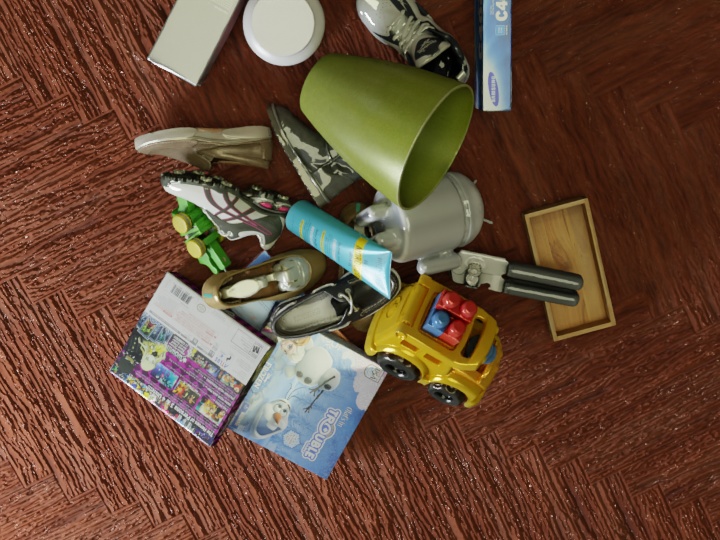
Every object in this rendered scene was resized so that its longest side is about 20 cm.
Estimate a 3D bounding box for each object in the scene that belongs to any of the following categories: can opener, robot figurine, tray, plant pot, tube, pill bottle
[{"bbox_3d":[0.230,0.007,1.740,0.198,0.067,0.053,12,112,6],"label":"can opener"},{"bbox_3d":[0.095,-0.080,1.694,0.199,0.113,0.171,-14,89,-22],"label":"robot figurine"},{"bbox_3d":[0.315,-0.003,1.773,0.098,0.037,0.201,-15,101,1],"label":"tray"},{"bbox_3d":[0.022,-0.212,1.598,0.199,0.187,0.188,31,99,18],"label":"plant pot"},{"bbox_3d":[-0.024,-0.037,1.672,0.050,0.200,0.078,-32,137,-31],"label":"tube"},{"bbox_3d":[-0.104,-0.338,1.605,0.111,0.200,0.113,0,102,-2],"label":"pill bottle"}]

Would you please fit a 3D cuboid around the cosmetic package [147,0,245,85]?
[{"bbox_3d":[-0.216,-0.366,1.644,0.090,0.107,0.201,30,97,-8],"label":"cosmetic package"}]

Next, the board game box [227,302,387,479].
[{"bbox_3d":[-0.089,0.183,1.770,0.198,0.043,0.201,28,99,-7],"label":"board game box"}]

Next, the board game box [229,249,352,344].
[{"bbox_3d":[-0.115,0.073,1.779,0.103,0.019,0.200,-40,100,7],"label":"board game box"}]

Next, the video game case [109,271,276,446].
[{"bbox_3d":[-0.250,0.130,1.743,0.199,0.036,0.182,33,99,13],"label":"video game case"}]

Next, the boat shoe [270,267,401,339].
[{"bbox_3d":[-0.037,0.049,1.686,0.199,0.060,0.074,-16,101,7],"label":"boat shoe"}]

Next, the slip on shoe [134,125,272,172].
[{"bbox_3d":[-0.226,-0.173,1.699,0.198,0.076,0.061,-3,90,-9],"label":"slip on shoe"}]

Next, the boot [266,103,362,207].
[{"bbox_3d":[-0.014,-0.208,1.702,0.199,0.073,0.182,-32,101,6],"label":"boot"}]

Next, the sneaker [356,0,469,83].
[{"bbox_3d":[0.079,-0.328,1.650,0.079,0.130,0.199,-42,100,4],"label":"sneaker"}]

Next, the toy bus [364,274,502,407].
[{"bbox_3d":[0.133,0.094,1.690,0.199,0.192,0.136,30,66,-10],"label":"toy bus"}]

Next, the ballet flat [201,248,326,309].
[{"bbox_3d":[-0.132,0.017,1.712,0.199,0.063,0.069,-19,98,-21],"label":"ballet flat"}]

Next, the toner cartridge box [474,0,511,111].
[{"bbox_3d":[0.188,-0.331,1.673,0.043,0.095,0.202,-1,101,-1],"label":"toner cartridge box"}]

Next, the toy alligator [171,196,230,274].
[{"bbox_3d":[-0.231,-0.036,1.738,0.054,0.059,0.201,-16,108,46],"label":"toy alligator"}]

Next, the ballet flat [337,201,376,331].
[{"bbox_3d":[0.000,0.000,1.742,0.067,0.072,0.202,-1,102,-2],"label":"ballet flat"}]

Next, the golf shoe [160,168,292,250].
[{"bbox_3d":[-0.197,-0.090,1.692,0.199,0.077,0.089,15,100,-23],"label":"golf shoe"}]
